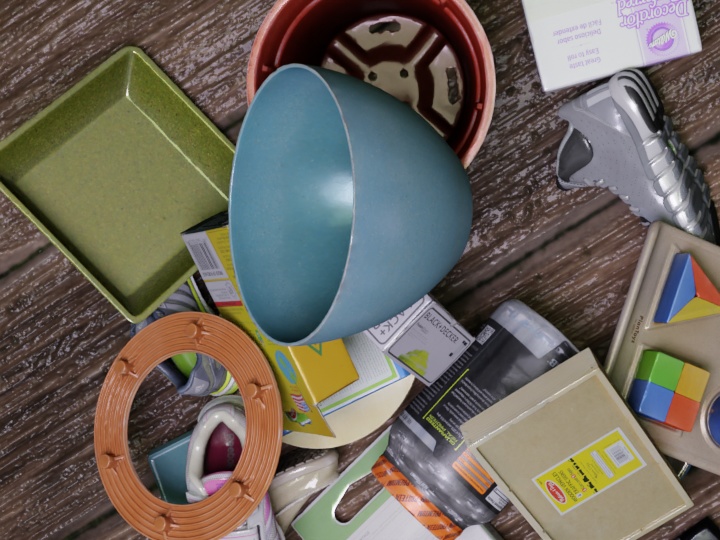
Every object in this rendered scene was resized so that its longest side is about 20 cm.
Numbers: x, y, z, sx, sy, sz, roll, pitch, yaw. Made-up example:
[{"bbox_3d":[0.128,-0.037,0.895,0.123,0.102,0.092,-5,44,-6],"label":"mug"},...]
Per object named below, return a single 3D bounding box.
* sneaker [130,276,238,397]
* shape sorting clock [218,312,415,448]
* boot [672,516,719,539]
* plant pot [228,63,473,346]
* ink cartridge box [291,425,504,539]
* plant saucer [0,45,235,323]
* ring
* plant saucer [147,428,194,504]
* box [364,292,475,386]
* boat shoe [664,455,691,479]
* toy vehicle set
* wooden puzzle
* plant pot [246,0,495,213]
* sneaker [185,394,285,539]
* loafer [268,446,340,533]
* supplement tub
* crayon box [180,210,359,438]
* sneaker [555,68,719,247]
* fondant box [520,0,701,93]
[{"bbox_3d":[-0.186,0.035,1.257,0.200,0.081,0.074,48,110,14],"label":"sneaker"},{"bbox_3d":[-0.039,0.064,1.272,0.198,0.039,0.202,-1,82,9],"label":"shape sorting clock"},{"bbox_3d":[0.326,0.352,1.257,0.165,0.066,0.200,-44,93,0],"label":"boot"},{"bbox_3d":[0.004,-0.046,1.007,0.134,0.200,0.202,0,98,-29],"label":"plant pot"},{"bbox_3d":[0.051,0.269,1.290,0.146,0.048,0.200,-45,71,8],"label":"ink cartridge box"},{"bbox_3d":[-0.211,-0.075,1.240,0.200,0.048,0.200,45,59,-1],"label":"plant saucer"},{"bbox_3d":[-0.154,0.135,1.171,0.199,0.019,0.202,-6,79,30],"label":"ring"},{"bbox_3d":[-0.139,0.248,1.255,0.070,0.019,0.201,-27,77,20],"label":"plant saucer"},{"bbox_3d":[0.000,0.000,1.174,0.060,0.117,0.200,-45,61,3],"label":"box"},{"bbox_3d":[0.278,0.101,1.232,0.072,0.072,0.202,1,96,5],"label":"boat shoe"},{"bbox_3d":[0.183,0.164,1.136,0.124,0.027,0.200,-32,125,10],"label":"toy vehicle set"},{"bbox_3d":[0.308,0.075,1.173,0.199,0.046,0.187,22,83,-18],"label":"wooden puzzle"},{"bbox_3d":[0.018,-0.155,1.171,0.199,0.195,0.203,1,96,7],"label":"plant pot"},{"bbox_3d":[-0.116,0.207,1.197,0.081,0.088,0.202,-13,79,4],"label":"sneaker"},{"bbox_3d":[-0.092,0.234,1.290,0.199,0.076,0.069,-35,93,18],"label":"loafer"},{"bbox_3d":[0.111,0.135,1.207,0.122,0.123,0.200,44,88,0],"label":"supplement tub"},{"bbox_3d":[-0.073,0.043,1.175,0.051,0.127,0.201,-29,101,-24],"label":"crayon box"},{"bbox_3d":[0.240,-0.077,1.229,0.115,0.075,0.201,-19,108,32],"label":"sneaker"},{"bbox_3d":[0.208,-0.273,1.208,0.143,0.058,0.202,-14,96,7],"label":"fondant box"}]
